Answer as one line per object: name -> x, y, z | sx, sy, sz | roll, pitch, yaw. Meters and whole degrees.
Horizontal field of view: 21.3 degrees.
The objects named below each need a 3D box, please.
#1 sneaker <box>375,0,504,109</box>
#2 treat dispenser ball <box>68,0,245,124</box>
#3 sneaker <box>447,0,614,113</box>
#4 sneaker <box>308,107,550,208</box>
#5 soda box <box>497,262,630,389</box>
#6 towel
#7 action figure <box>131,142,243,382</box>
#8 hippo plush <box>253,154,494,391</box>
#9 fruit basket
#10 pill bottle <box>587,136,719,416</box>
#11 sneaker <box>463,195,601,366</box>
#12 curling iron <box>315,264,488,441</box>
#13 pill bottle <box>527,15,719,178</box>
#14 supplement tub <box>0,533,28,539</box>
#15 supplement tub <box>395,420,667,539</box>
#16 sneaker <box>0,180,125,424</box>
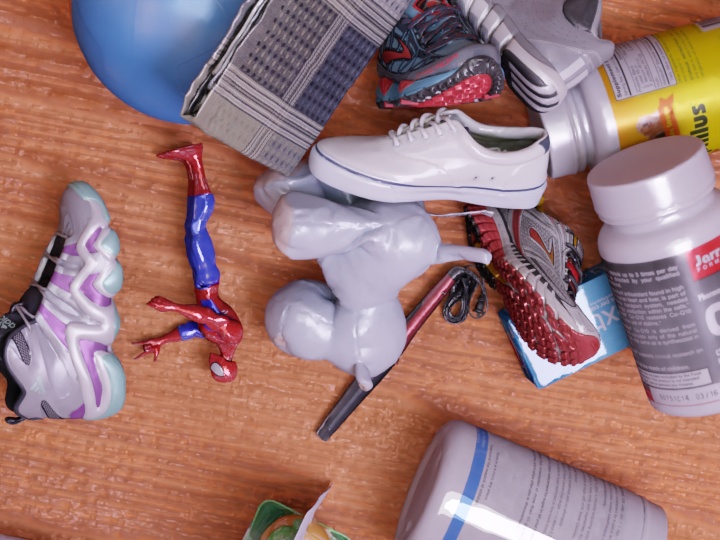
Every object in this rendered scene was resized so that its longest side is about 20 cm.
sneaker -> 0.053, -0.179, 1.537 | 0.079, 0.200, 0.096 | -7, 95, -19
treat dispenser ball -> -0.131, -0.217, 1.519 | 0.199, 0.201, 0.203 | 0, 95, -4
sneaker -> 0.136, -0.225, 1.585 | 0.115, 0.075, 0.200 | -34, 65, -11
sneaker -> 0.058, -0.099, 1.551 | 0.198, 0.073, 0.071 | 3, 121, -14
soda box -> 0.222, 0.026, 1.635 | 0.199, 0.064, 0.068 | -25, 97, -2
towel -> -0.047, -0.174, 1.458 | 0.034, 0.200, 0.193 | 36, 93, 22
action figure -> -0.156, 0.003, 1.605 | 0.098, 0.065, 0.201 | -16, 95, -11
hippo plush -> 0.000, 0.000, 1.599 | 0.198, 0.160, 0.162 | 11, 120, 0
fruit basket -> -0.078, 0.263, 1.567 | 0.093, 0.200, 0.186 | 26, 93, 9
pill bottle -> 0.257, 0.004, 1.529 | 0.113, 0.114, 0.201 | -21, 107, -2
sneaker -> 0.152, -0.002, 1.571 | 0.082, 0.200, 0.078 | -19, 133, -8
curling iron -> 0.035, 0.073, 1.643 | 0.200, 0.026, 0.050 | -44, 93, 1
pill bottle -> 0.244, -0.140, 1.600 | 0.199, 0.109, 0.110 | -16, 96, -2
supplement tub -> -0.284, 0.289, 1.586 | 0.199, 0.132, 0.133 | 14, 94, -6
supplement tub -> 0.141, 0.219, 1.604 | 0.199, 0.132, 0.133 | 23, 93, -5
sneaker -> -0.269, 0.031, 1.573 | 0.139, 0.078, 0.202 | -6, 95, -25
